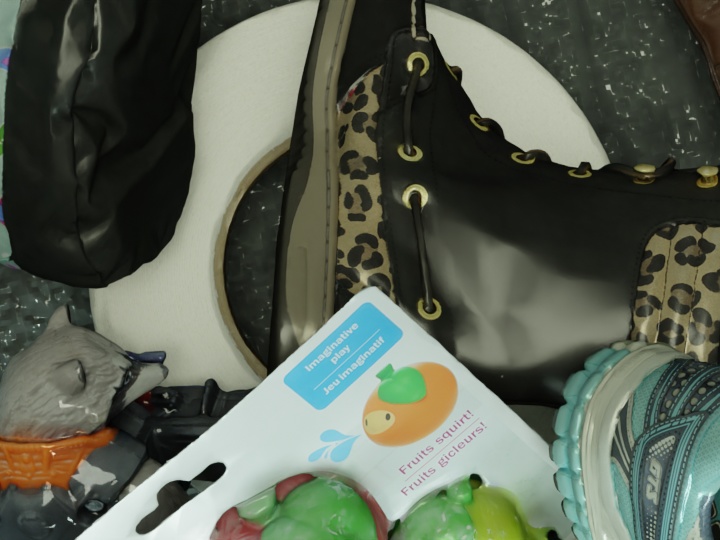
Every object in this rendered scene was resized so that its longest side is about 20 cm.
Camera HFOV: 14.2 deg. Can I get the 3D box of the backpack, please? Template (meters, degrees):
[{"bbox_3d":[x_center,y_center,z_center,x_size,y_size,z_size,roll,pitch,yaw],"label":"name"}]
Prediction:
[{"bbox_3d":[-0.159,-0.086,0.991,0.200,0.127,0.167,14,107,16],"label":"backpack"}]

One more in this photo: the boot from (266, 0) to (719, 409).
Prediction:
[{"bbox_3d":[0.051,-0.033,0.988,0.150,0.073,0.200,8,58,1],"label":"boot"}]

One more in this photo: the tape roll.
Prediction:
[{"bbox_3d":[0.000,0.000,1.069,0.202,0.037,0.203,0,90,-2],"label":"tape roll"}]

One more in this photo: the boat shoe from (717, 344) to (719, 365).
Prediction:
[{"bbox_3d":[0.171,0.020,1.041,0.200,0.062,0.075,-14,71,-16],"label":"boat shoe"}]

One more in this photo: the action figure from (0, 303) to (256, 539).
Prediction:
[{"bbox_3d":[-0.066,0.101,1.007,0.200,0.105,0.194,-8,119,19],"label":"action figure"}]

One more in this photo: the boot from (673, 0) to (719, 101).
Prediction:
[{"bbox_3d":[0.185,-0.142,1.065,0.186,0.064,0.200,-28,86,-3],"label":"boot"}]

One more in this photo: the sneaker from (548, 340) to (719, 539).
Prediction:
[{"bbox_3d":[0.129,0.116,0.905,0.078,0.086,0.200,-38,113,-26],"label":"sneaker"}]

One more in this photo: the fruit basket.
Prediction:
[{"bbox_3d":[-0.008,0.116,0.923,0.185,0.200,0.094,-41,49,7],"label":"fruit basket"}]
